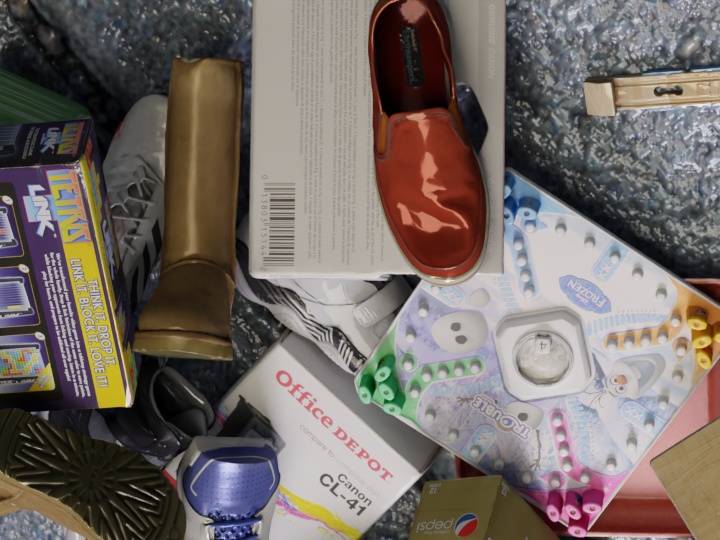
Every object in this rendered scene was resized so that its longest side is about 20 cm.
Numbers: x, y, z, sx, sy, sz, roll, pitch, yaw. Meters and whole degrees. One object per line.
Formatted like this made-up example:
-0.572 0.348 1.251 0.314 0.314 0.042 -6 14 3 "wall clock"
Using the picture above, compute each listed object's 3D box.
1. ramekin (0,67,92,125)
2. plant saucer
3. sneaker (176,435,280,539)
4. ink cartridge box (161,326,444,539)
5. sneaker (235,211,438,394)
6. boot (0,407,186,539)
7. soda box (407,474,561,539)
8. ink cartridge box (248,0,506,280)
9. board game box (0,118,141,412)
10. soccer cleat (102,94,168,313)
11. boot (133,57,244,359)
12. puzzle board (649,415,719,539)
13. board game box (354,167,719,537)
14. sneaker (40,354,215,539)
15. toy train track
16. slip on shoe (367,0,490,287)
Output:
-0.265 -0.047 1.587 0.097 0.200 0.201 19 118 3 "ramekin"
0.164 0.092 1.567 0.198 0.037 0.201 0 113 12 "plant saucer"
-0.092 0.222 1.577 0.080 0.115 0.200 0 127 -20 "sneaker"
-0.051 0.145 1.652 0.147 0.086 0.200 42 122 0 "ink cartridge box"
0.000 0.000 1.575 0.199 0.075 0.115 33 122 8 "sneaker"
-0.236 0.156 1.563 0.175 0.066 0.200 36 151 -21 "boot"
0.115 0.227 1.585 0.067 0.064 0.200 -9 138 36 "soda box"
0.014 -0.094 1.502 0.175 0.045 0.202 1 88 9 "ink cartridge box"
-0.243 0.001 1.469 0.164 0.057 0.201 -4 125 4 "board game box"
-0.173 -0.034 1.618 0.068 0.085 0.201 27 119 7 "soccer cleat"
-0.114 -0.044 1.500 0.066 0.175 0.202 4 92 -3 "boot"
0.318 0.139 1.511 0.199 0.017 0.151 -32 96 2 "puzzle board"
0.125 0.062 1.524 0.199 0.026 0.201 32 113 -4 "board game box"
-0.160 0.146 1.607 0.113 0.075 0.202 -6 103 27 "sneaker"
0.243 -0.118 1.460 0.199 0.033 0.116 -2 112 22 "toy train track"
0.040 -0.088 1.445 0.073 0.061 0.202 -8 88 8 "slip on shoe"
